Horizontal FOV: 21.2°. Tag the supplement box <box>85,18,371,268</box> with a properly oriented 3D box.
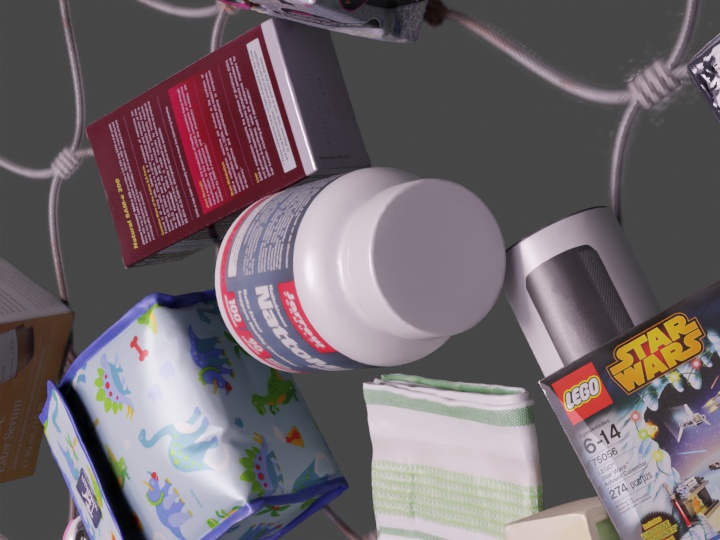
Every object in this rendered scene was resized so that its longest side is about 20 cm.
[{"bbox_3d":[-0.094,-0.085,1.317,0.199,0.061,0.110,-23,80,39],"label":"supplement box"}]

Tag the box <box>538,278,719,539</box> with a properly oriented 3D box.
[{"bbox_3d":[0.215,0.072,1.035,0.199,0.040,0.138,-31,75,10],"label":"box"}]

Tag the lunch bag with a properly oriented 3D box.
[{"bbox_3d":[-0.136,0.130,1.337,0.200,0.127,0.171,-38,70,37],"label":"lunch bag"}]

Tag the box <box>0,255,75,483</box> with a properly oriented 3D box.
[{"bbox_3d":[-0.337,0.085,1.455,0.106,0.199,0.153,32,116,32],"label":"box"}]

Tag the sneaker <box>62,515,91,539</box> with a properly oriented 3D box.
[{"bbox_3d":[-0.152,0.267,1.418,0.086,0.080,0.201,-17,93,28],"label":"sneaker"}]

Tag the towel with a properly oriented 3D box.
[{"bbox_3d":[0.058,0.171,1.229,0.149,0.031,0.202,3,98,50],"label":"towel"}]

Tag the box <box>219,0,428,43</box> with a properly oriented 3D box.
[{"bbox_3d":[-0.055,-0.231,1.212,0.199,0.114,0.133,19,94,38],"label":"box"}]

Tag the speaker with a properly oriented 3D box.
[{"bbox_3d":[0.154,0.069,1.116,0.081,0.081,0.201,-35,73,38],"label":"speaker"}]

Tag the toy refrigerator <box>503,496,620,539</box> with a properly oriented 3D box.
[{"bbox_3d":[0.155,0.237,1.140,0.070,0.076,0.202,-16,85,40],"label":"toy refrigerator"}]

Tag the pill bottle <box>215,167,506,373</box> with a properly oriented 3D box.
[{"bbox_3d":[0.000,0.000,1.169,0.200,0.119,0.121,-11,89,64],"label":"pill bottle"}]

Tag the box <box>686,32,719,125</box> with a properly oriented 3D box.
[{"bbox_3d":[0.279,-0.052,0.950,0.104,0.147,0.201,-41,71,35],"label":"box"}]
